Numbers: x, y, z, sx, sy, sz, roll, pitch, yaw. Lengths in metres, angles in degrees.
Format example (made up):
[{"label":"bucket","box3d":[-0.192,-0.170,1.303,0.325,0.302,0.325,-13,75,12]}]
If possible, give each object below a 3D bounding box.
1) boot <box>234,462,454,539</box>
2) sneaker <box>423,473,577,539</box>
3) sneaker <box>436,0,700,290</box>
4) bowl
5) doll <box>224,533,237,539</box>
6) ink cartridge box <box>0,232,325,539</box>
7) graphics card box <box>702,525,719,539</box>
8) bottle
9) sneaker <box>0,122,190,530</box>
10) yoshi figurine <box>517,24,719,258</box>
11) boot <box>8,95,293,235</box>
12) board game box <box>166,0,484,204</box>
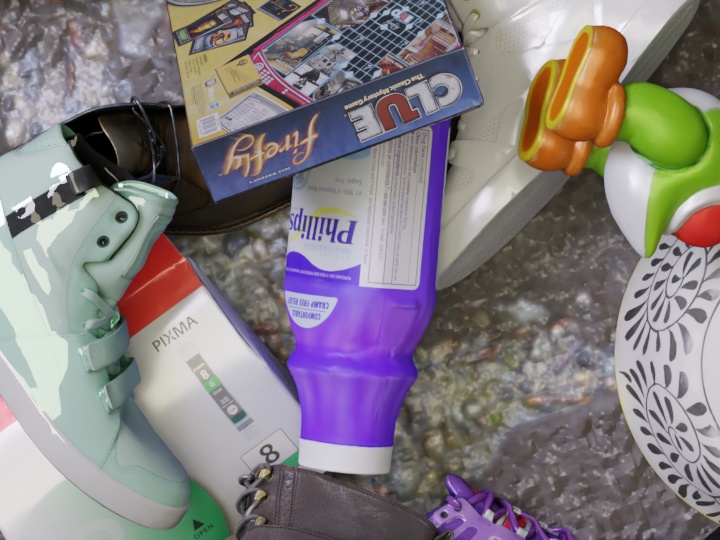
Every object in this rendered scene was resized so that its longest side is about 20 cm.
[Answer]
[{"label":"boot","box3d":[-0.056,0.159,1.359,0.200,0.174,0.069,17,129,-9]},{"label":"sneaker","box3d":[0.073,0.146,1.449,0.200,0.081,0.084,0,85,3]},{"label":"sneaker","box3d":[0.067,-0.096,1.449,0.116,0.074,0.200,40,94,12]},{"label":"bowl","box3d":[0.230,0.045,1.427,0.201,0.094,0.201,0,91,3]},{"label":"doll","box3d":[-0.097,0.204,1.371,0.137,0.200,0.048,55,134,2]},{"label":"ink cartridge box","box3d":[-0.129,0.068,1.424,0.161,0.050,0.200,-36,123,4]},{"label":"graphics card box","box3d":[0.267,0.167,1.404,0.125,0.051,0.200,-40,125,4]},{"label":"bottle","box3d":[0.000,0.000,1.412,0.065,0.084,0.200,4,93,-33]},{"label":"sneaker","box3d":[-0.119,0.025,1.360,0.118,0.074,0.200,-36,102,10]},{"label":"yoshi figurine","box3d":[0.186,-0.067,1.363,0.200,0.112,0.112,21,122,-10]},{"label":"boot","box3d":[-0.094,-0.053,1.437,0.200,0.097,0.075,-13,90,3]},{"label":"board game box","box3d":[-0.023,-0.115,1.385,0.135,0.200,0.035,-20,120,4]}]
